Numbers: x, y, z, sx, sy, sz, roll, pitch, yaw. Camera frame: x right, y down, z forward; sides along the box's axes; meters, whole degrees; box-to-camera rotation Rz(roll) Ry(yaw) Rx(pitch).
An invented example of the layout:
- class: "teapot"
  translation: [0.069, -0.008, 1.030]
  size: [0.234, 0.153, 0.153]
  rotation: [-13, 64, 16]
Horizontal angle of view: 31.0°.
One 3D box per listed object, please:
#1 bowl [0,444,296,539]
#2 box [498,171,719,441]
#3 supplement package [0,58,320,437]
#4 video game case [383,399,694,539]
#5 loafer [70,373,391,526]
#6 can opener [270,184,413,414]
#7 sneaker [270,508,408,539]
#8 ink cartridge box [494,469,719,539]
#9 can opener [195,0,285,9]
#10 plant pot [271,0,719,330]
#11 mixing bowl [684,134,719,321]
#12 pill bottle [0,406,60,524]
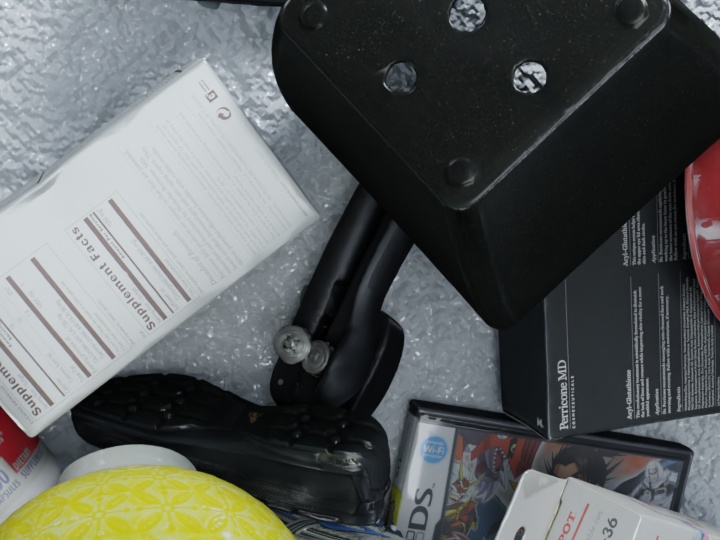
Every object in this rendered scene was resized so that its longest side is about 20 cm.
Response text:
- class: "bowl"
  translation: [-0.123, 0.160, 0.700]
  size: [0.200, 0.108, 0.200]
  rotation: [-8, 141, -7]
- class: "box"
  translation: [0.162, -0.006, 0.821]
  size: [0.141, 0.079, 0.200]
  rotation: [-6, 100, -19]
- class: "supplement package"
  translation: [-0.140, -0.018, 0.741]
  size: [0.200, 0.114, 0.110]
  rotation: [-37, 103, -3]
- class: "video game case"
  translation: [0.111, 0.190, 0.871]
  size: [0.200, 0.026, 0.181]
  rotation: [10, 96, -13]
- class: "loafer"
  translation: [-0.080, 0.110, 0.770]
  size: [0.200, 0.068, 0.070]
  rotation: [9, 118, 16]
- class: "can opener"
  translation: [0.000, 0.000, 0.802]
  size: [0.063, 0.079, 0.200]
  rotation: [20, 93, 27]
- class: "sneaker"
  translation: [-0.011, 0.168, 0.806]
  size: [0.200, 0.085, 0.077]
  rotation: [12, 138, -4]
- class: "ink cartridge box"
  translation: [0.165, 0.203, 0.809]
  size: [0.200, 0.067, 0.117]
  rotation: [22, 89, -38]
- class: "can opener"
  translation: [-0.057, -0.178, 0.762]
  size: [0.200, 0.079, 0.063]
  rotation: [0, 140, -24]
- class: "plant pot"
  translation: [0.070, -0.109, 0.671]
  size: [0.200, 0.177, 0.200]
  rotation: [-43, 78, 5]
- class: "mixing bowl"
  translation: [0.289, -0.057, 0.778]
  size: [0.200, 0.108, 0.200]
  rotation: [-6, 97, -50]
- class: "pill bottle"
  translation: [-0.272, 0.075, 0.728]
  size: [0.112, 0.112, 0.200]
  rotation: [-38, 104, -4]
